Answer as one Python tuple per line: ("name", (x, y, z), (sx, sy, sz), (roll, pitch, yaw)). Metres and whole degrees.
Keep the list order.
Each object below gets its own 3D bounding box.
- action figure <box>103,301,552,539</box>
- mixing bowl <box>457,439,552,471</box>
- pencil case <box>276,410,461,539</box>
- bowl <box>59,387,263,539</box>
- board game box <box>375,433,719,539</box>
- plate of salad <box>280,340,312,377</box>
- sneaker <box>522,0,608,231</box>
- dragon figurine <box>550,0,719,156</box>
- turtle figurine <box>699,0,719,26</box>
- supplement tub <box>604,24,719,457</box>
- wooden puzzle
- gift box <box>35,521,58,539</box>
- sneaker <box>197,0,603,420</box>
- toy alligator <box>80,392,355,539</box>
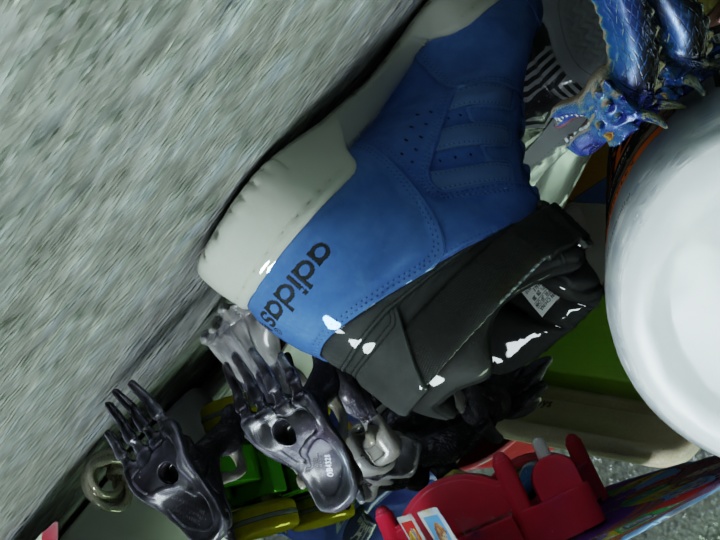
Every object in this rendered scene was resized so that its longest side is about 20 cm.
("action figure", (-0.003, 0.043, 0.687), (0.119, 0.102, 0.200), (-26, 171, 25))
("mixing bowl", (0.093, 0.032, 1.078), (0.108, 0.200, 0.200), (18, 118, -40))
("pencil case", (-0.006, 0.117, 0.923), (0.087, 0.078, 0.200), (-45, -157, -10))
("bowl", (-0.118, 0.163, 0.887), (0.200, 0.075, 0.200), (-49, 176, -15))
("board game box", (0.052, 0.083, 0.647), (0.158, 0.039, 0.200), (-23, 175, -24))
("plate of salad", (0.000, 0.000, 0.879), (0.200, 0.048, 0.200), (-50, 170, -13))
("sneaker", (0.075, -0.065, 0.761), (0.200, 0.075, 0.115), (-47, 154, 0))
("dragon figurine", (0.103, -0.123, 0.533), (0.200, 0.099, 0.059), (-54, 176, 40))
("turtle figurine", (0.180, -0.128, 1.006), (0.200, 0.161, 0.064), (-52, 177, 11))
("supplement tub", (0.148, -0.021, 0.642), (0.123, 0.122, 0.200), (-52, -176, 19))
("wooden puzzle", (0.107, -0.007, 0.814), (0.185, 0.037, 0.200), (6, -125, 48))
("gift box", (-0.076, 0.212, 0.691), (0.200, 0.185, 0.187), (-47, 151, 17))
("sneaker", (0.039, -0.026, 0.626), (0.200, 0.111, 0.077), (-48, 176, -47))
("toy alligator", (-0.061, 0.088, 0.775), (0.054, 0.060, 0.200), (-24, 165, 35))
